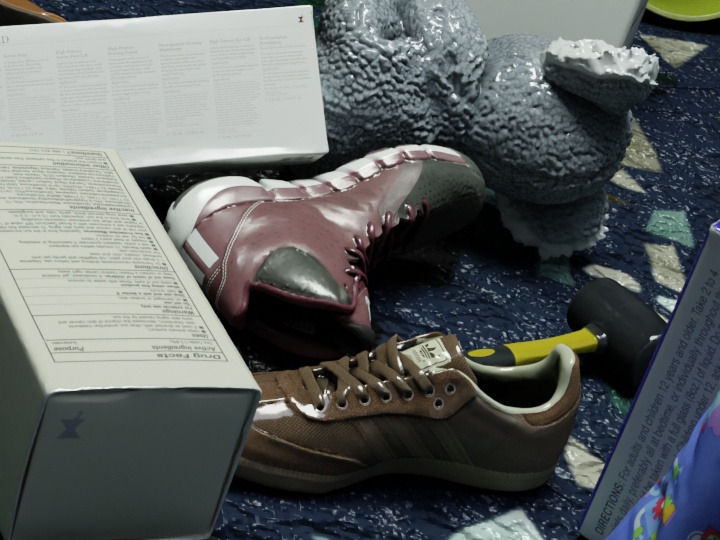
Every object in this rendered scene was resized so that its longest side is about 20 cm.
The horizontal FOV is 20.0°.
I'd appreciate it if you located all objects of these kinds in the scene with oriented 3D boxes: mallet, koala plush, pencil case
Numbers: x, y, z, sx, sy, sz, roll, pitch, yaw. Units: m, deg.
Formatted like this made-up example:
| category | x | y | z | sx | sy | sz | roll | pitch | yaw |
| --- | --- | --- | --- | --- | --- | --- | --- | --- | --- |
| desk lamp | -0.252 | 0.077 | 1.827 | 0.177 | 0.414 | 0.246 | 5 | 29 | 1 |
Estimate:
| category | x | y | z | sx | sy | sz | roll | pitch | yaw |
| --- | --- | --- | --- | --- | --- | --- | --- | --- | --- |
| mallet | 0.090 | 0.051 | 1.087 | 0.199 | 0.041 | 0.066 | -15 | 40 | -40 |
| koala plush | 0.070 | -0.098 | 1.204 | 0.199 | 0.178 | 0.184 | 23 | 41 | 6 |
| pencil case | 0.159 | 0.101 | 0.878 | 0.078 | 0.201 | 0.087 | 25 | 26 | -8 |

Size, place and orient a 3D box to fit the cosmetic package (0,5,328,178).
| category | x | y | z | sx | sy | sz | roll | pitch | yaw |
| --- | --- | --- | --- | --- | --- | --- | --- | --- | --- |
| cosmetic package | -0.122 | -0.091 | 1.091 | 0.199 | 0.083 | 0.051 | -5 | -2 | -13 |

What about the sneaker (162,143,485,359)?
| category | x | y | z | sx | sy | sz | roll | pitch | yaw |
| --- | --- | --- | --- | --- | --- | --- | --- | --- | --- |
| sneaker | 0.000 | 0.000 | 1.090 | 0.199 | 0.076 | 0.116 | -12 | 46 | -28 |

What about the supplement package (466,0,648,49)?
| category | x | y | z | sx | sy | sz | roll | pitch | yaw |
| --- | --- | --- | --- | --- | --- | --- | --- | --- | --- |
| supplement package | 0.152 | -0.224 | 1.416 | 0.116 | 0.201 | 0.117 | 23 | 29 | 7 |

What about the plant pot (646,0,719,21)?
| category | x | y | z | sx | sy | sz | roll | pitch | yaw |
| --- | --- | --- | --- | --- | --- | --- | --- | --- | --- |
| plant pot | 0.241 | -0.320 | 1.689 | 0.186 | 0.188 | 0.200 | 7 | 16 | -21 |

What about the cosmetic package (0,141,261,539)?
| category | x | y | z | sx | sy | sz | roll | pitch | yaw |
| --- | --- | --- | --- | --- | --- | --- | --- | --- | --- |
| cosmetic package | -0.134 | 0.029 | 0.929 | 0.103 | 0.088 | 0.200 | 3 | 32 | -29 |

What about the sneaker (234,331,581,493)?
| category | x | y | z | sx | sy | sz | roll | pitch | yaw |
| --- | --- | --- | --- | --- | --- | --- | --- | --- | --- |
| sneaker | 0.014 | 0.058 | 0.981 | 0.199 | 0.076 | 0.071 | 4 | 32 | -27 |

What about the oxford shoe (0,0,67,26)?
| category | x | y | z | sx | sy | sz | roll | pitch | yaw |
| --- | --- | --- | --- | --- | --- | --- | --- | --- | --- |
| oxford shoe | -0.177 | -0.120 | 1.180 | 0.200 | 0.072 | 0.071 | 35 | 25 | 26 |

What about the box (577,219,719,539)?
| category | x | y | z | sx | sy | sz | roll | pitch | yaw |
| --- | --- | --- | --- | --- | --- | --- | --- | --- | --- |
| box | 0.232 | 0.089 | 0.950 | 0.199 | 0.185 | 0.105 | 33 | 32 | 22 |
